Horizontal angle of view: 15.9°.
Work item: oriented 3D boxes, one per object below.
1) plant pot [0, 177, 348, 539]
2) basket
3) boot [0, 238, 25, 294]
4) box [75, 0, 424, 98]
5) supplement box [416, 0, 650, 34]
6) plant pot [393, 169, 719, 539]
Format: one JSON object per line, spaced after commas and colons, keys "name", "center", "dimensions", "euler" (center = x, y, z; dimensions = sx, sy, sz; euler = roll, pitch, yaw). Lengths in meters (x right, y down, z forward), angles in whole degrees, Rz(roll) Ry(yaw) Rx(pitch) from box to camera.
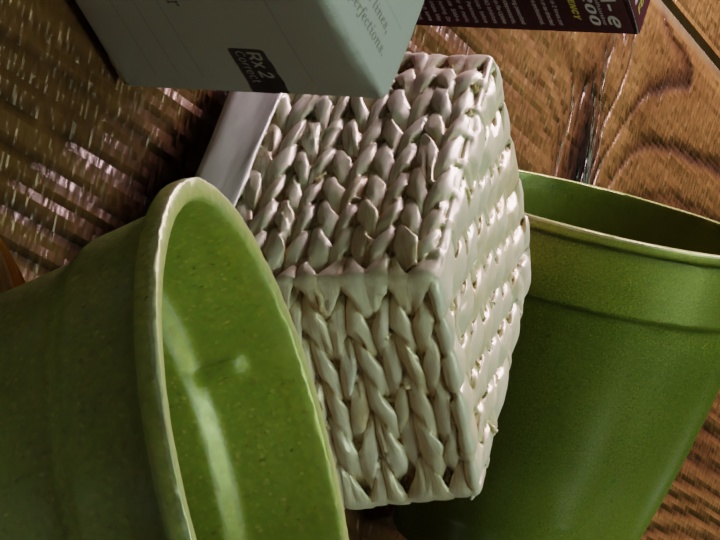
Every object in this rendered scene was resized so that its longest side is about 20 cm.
{"name": "plant pot", "center": [-0.116, 0.089, 0.859], "dimensions": [0.200, 0.183, 0.201], "euler": [-14, 90, -78]}
{"name": "basket", "center": [0.000, 0.000, 1.142], "dimensions": [0.200, 0.123, 0.136], "euler": [-74, 156, -53]}
{"name": "boot", "center": [-0.126, 0.035, 1.010], "dimensions": [0.144, 0.070, 0.202], "euler": [-57, 147, -54]}
{"name": "box", "center": [-0.048, -0.207, 1.043], "dimensions": [0.199, 0.130, 0.201], "euler": [59, 43, -50]}
{"name": "supplement box", "center": [0.038, -0.167, 1.149], "dimensions": [0.061, 0.199, 0.109], "euler": [61, 42, -50]}
{"name": "plant pot", "center": [0.100, 0.059, 1.356], "dimensions": [0.200, 0.200, 0.194], "euler": [-6, 110, -64]}
